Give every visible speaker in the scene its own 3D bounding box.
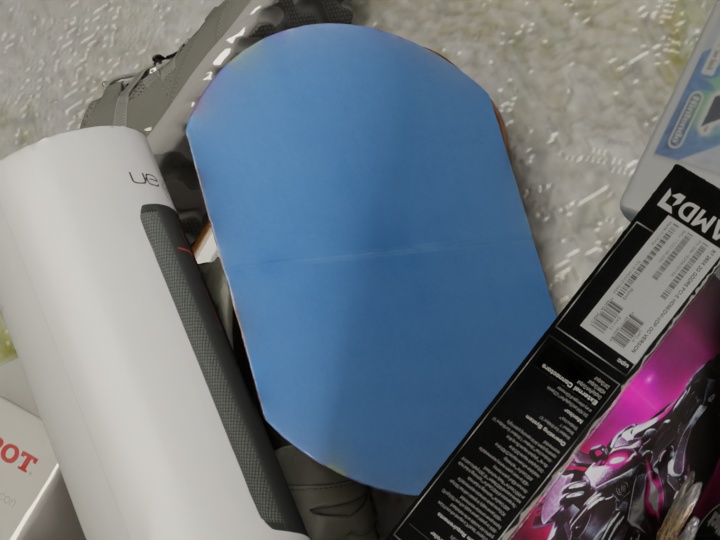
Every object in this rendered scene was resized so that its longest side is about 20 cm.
[{"bbox_3d":[-0.085,0.046,1.054,0.081,0.081,0.200,-28,69,14],"label":"speaker"}]

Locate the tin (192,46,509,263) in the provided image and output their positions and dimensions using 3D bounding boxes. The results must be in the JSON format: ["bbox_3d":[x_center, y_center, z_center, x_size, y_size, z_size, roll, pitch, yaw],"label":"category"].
[{"bbox_3d":[-0.015,-0.009,1.191,0.112,0.042,0.200,23,79,39],"label":"tin"}]

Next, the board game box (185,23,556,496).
[{"bbox_3d":[0.000,0.000,1.107,0.039,0.158,0.200,-32,70,50],"label":"board game box"}]

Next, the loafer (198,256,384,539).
[{"bbox_3d":[-0.027,0.087,1.099,0.070,0.070,0.200,-37,76,44],"label":"loafer"}]

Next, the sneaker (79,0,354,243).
[{"bbox_3d":[-0.085,-0.077,1.235,0.200,0.075,0.082,-49,56,0],"label":"sneaker"}]

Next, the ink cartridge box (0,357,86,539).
[{"bbox_3d":[-0.166,0.130,1.150,0.128,0.125,0.200,24,80,35],"label":"ink cartridge box"}]

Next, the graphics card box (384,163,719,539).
[{"bbox_3d":[0.100,0.073,1.033,0.200,0.125,0.051,-52,47,-4],"label":"graphics card box"}]

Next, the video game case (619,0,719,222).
[{"bbox_3d":[0.223,-0.085,1.106,0.182,0.022,0.200,20,77,34],"label":"video game case"}]

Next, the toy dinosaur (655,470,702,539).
[{"bbox_3d":[0.157,0.069,0.987,0.086,0.135,0.200,36,126,56],"label":"toy dinosaur"}]
